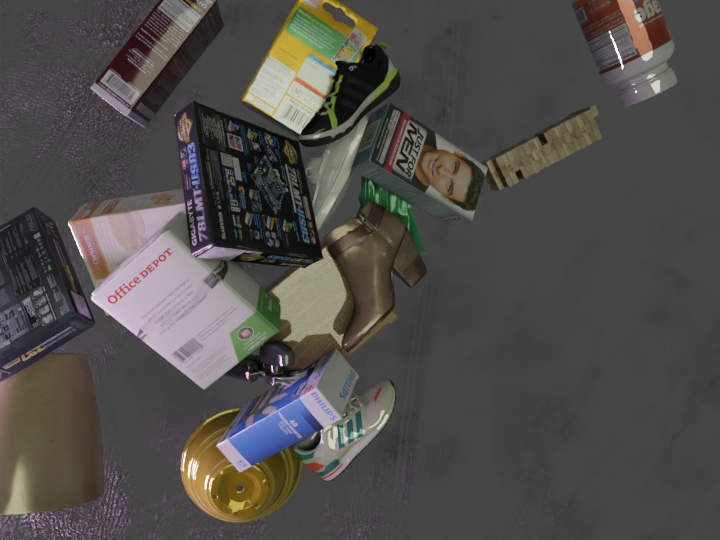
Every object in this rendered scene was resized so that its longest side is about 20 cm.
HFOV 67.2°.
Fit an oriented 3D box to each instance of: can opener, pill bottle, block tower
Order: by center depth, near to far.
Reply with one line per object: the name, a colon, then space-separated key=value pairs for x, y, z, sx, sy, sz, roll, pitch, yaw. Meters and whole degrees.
can opener: x=-0.157 y=0.135 z=0.807 sx=0.053 sy=0.200 sz=0.067 roll=-3 pitch=89 yaw=-49
pill bottle: x=0.428 y=-0.374 z=0.869 sx=0.112 sy=0.112 sz=0.200 roll=-29 pitch=101 yaw=-5
block tower: x=0.302 y=-0.201 z=0.899 sx=0.200 sy=0.054 sz=0.058 roll=-30 pitch=101 yaw=-4

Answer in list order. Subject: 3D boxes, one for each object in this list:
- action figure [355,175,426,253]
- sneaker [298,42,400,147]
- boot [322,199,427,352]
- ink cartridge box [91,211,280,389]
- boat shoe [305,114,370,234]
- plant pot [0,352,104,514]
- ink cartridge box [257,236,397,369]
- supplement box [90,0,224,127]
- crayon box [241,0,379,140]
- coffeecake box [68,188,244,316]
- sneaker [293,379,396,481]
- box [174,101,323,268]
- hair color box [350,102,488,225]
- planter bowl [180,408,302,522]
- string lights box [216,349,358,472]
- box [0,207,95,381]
action figure: x=0.037 y=-0.122 z=0.867 sx=0.118 sy=0.055 sz=0.200 roll=-5 pitch=94 yaw=-7
sneaker: x=-0.027 y=-0.258 z=0.783 sx=0.200 sy=0.072 sz=0.083 roll=-46 pitch=124 yaw=-21
boot: x=0.000 y=0.000 z=0.800 sx=0.146 sy=0.070 sz=0.200 roll=46 pitch=72 yaw=-6
ink cartridge box: x=-0.229 y=0.042 z=0.738 sx=0.146 sy=0.084 sz=0.200 roll=-37 pitch=113 yaw=12
boat shoe: x=-0.048 y=-0.158 z=0.843 sx=0.068 sy=0.072 sz=0.200 roll=23 pitch=94 yaw=2
plant pot: x=-0.460 y=0.219 z=0.779 sx=0.187 sy=0.187 sz=0.200 roll=4 pitch=81 yaw=-9
ink cartridge box: x=-0.071 y=0.069 z=0.862 sx=0.200 sy=0.075 sz=0.165 roll=-39 pitch=102 yaw=-3
supplement box: x=-0.280 y=-0.306 z=0.766 sx=0.061 sy=0.109 sz=0.200 roll=38 pitch=89 yaw=-11
crayon box: x=-0.076 y=-0.309 z=0.827 sx=0.126 sy=0.052 sz=0.200 roll=30 pitch=92 yaw=-12
coffeecake box: x=-0.285 y=-0.030 z=0.785 sx=0.200 sy=0.073 sz=0.154 roll=-9 pitch=118 yaw=-2
sneaker: x=-0.028 y=0.248 z=0.892 sx=0.093 sy=0.070 sz=0.200 roll=40 pitch=92 yaw=-17
box: x=-0.149 y=-0.109 z=0.748 sx=0.050 sy=0.198 sz=0.200 roll=-21 pitch=74 yaw=33
hair color box: x=0.094 y=-0.157 z=0.832 sx=0.200 sy=0.061 sz=0.099 roll=26 pitch=75 yaw=-26
planter bowl: x=-0.191 y=0.332 z=0.870 sx=0.200 sy=0.083 sz=0.201 roll=-1 pitch=97 yaw=-9
string lights box: x=-0.104 y=0.204 z=0.788 sx=0.200 sy=0.103 sz=0.059 roll=-34 pitch=101 yaw=23
box: x=-0.482 y=0.031 z=0.756 sx=0.158 sy=0.051 sz=0.200 roll=-32 pitch=67 yaw=-6
